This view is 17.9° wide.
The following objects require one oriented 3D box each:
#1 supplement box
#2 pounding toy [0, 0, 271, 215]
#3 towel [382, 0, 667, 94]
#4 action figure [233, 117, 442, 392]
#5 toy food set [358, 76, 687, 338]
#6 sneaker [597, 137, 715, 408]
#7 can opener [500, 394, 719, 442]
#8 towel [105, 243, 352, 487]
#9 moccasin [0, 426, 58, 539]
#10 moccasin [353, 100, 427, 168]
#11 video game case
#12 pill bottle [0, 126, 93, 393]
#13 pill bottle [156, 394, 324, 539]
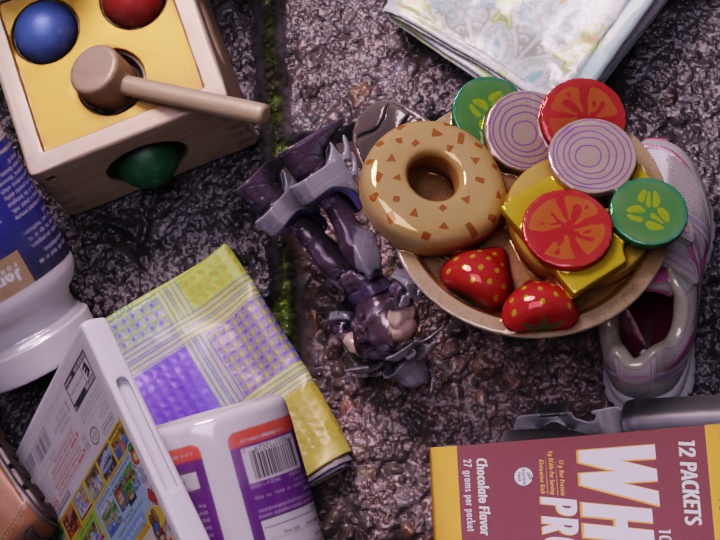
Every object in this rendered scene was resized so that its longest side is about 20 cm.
[{"bbox_3d":[0.158,0.191,1.487,0.197,0.200,0.133,-5,73,9],"label":"supplement box"},{"bbox_3d":[-0.165,-0.142,1.675,0.184,0.142,0.200,-21,71,4],"label":"pounding toy"},{"bbox_3d":[0.138,-0.221,1.693,0.171,0.048,0.200,36,83,17],"label":"towel"},{"bbox_3d":[0.000,0.000,1.605,0.069,0.130,0.200,-33,93,-41],"label":"action figure"},{"bbox_3d":[0.115,-0.046,1.547,0.198,0.049,0.200,-32,65,-17],"label":"toy food set"},{"bbox_3d":[0.206,-0.001,1.594,0.081,0.088,0.200,-1,74,10],"label":"sneaker"},{"bbox_3d":[0.196,0.120,1.561,0.200,0.053,0.067,-7,32,17],"label":"can opener"},{"bbox_3d":[-0.107,0.094,1.659,0.144,0.023,0.200,-30,71,2],"label":"towel"},{"bbox_3d":[-0.294,0.132,1.653,0.078,0.074,0.201,-37,66,0],"label":"moccasin"},{"bbox_3d":[0.076,-0.045,1.635,0.201,0.078,0.074,38,97,12],"label":"moccasin"},{"bbox_3d":[-0.173,0.157,1.571,0.023,0.200,0.182,-15,66,-31],"label":"video game case"},{"bbox_3d":[-0.276,-0.019,1.639,0.116,0.116,0.200,-29,103,1],"label":"pill bottle"},{"bbox_3d":[-0.079,0.194,1.563,0.111,0.111,0.200,-15,89,6],"label":"pill bottle"}]
